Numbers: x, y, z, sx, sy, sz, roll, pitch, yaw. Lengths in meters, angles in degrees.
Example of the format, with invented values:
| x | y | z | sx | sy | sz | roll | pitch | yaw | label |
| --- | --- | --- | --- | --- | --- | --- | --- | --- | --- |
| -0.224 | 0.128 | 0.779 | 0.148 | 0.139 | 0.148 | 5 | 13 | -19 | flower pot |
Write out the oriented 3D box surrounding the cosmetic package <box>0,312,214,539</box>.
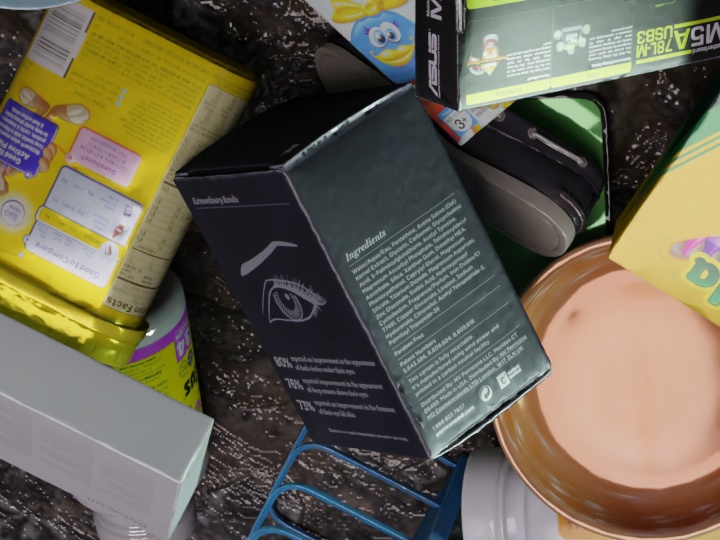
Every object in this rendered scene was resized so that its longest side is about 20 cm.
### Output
| x | y | z | sx | sy | sz | roll | pitch | yaw | label |
| --- | --- | --- | --- | --- | --- | --- | --- | --- | --- |
| -0.195 | 0.091 | 1.491 | 0.199 | 0.052 | 0.151 | 27 | 156 | 2 | cosmetic package |

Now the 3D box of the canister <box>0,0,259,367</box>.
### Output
| x | y | z | sx | sy | sz | roll | pitch | yaw | label |
| --- | --- | --- | --- | --- | --- | --- | --- | --- | --- |
| -0.167 | -0.062 | 1.475 | 0.148 | 0.087 | 0.201 | 27 | 97 | 0 | canister |

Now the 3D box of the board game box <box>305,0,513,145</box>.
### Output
| x | y | z | sx | sy | sz | roll | pitch | yaw | label |
| --- | --- | --- | --- | --- | --- | --- | --- | --- | --- |
| 0.030 | -0.191 | 1.369 | 0.200 | 0.105 | 0.103 | 42 | 125 | -14 | board game box |

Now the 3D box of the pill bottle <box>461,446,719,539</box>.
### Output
| x | y | z | sx | sy | sz | roll | pitch | yaw | label |
| --- | --- | --- | --- | --- | --- | --- | --- | --- | --- |
| 0.173 | 0.158 | 1.564 | 0.199 | 0.111 | 0.111 | -1 | 123 | 17 | pill bottle |

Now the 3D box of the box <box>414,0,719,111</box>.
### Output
| x | y | z | sx | sy | sz | roll | pitch | yaw | label |
| --- | --- | --- | --- | --- | --- | --- | --- | --- | --- |
| 0.119 | -0.197 | 1.272 | 0.047 | 0.199 | 0.194 | 28 | 125 | 50 | box |

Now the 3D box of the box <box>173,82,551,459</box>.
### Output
| x | y | z | sx | sy | sz | roll | pitch | yaw | label |
| --- | --- | --- | --- | --- | --- | --- | --- | --- | --- |
| 0.000 | 0.000 | 1.411 | 0.148 | 0.104 | 0.201 | 2 | 122 | 59 | box |

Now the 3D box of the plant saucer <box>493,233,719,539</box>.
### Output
| x | y | z | sx | sy | sz | roll | pitch | yaw | label |
| --- | --- | --- | --- | --- | --- | --- | --- | --- | --- |
| 0.180 | 0.070 | 1.466 | 0.199 | 0.037 | 0.201 | 2 | 105 | 6 | plant saucer |

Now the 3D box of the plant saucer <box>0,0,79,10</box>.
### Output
| x | y | z | sx | sy | sz | roll | pitch | yaw | label |
| --- | --- | --- | --- | --- | --- | --- | --- | --- | --- |
| -0.202 | -0.254 | 1.389 | 0.200 | 0.039 | 0.202 | 1 | 118 | 2 | plant saucer |

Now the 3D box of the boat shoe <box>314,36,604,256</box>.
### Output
| x | y | z | sx | sy | sz | roll | pitch | yaw | label |
| --- | --- | --- | --- | --- | --- | --- | --- | --- | --- |
| 0.062 | -0.088 | 1.460 | 0.200 | 0.063 | 0.073 | 37 | 156 | 12 | boat shoe |

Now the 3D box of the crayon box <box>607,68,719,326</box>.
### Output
| x | y | z | sx | sy | sz | roll | pitch | yaw | label |
| --- | --- | --- | --- | --- | --- | --- | --- | --- | --- |
| 0.272 | -0.032 | 1.359 | 0.199 | 0.058 | 0.173 | 31 | 113 | -3 | crayon box |

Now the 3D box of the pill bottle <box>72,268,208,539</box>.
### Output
| x | y | z | sx | sy | sz | roll | pitch | yaw | label |
| --- | --- | --- | --- | --- | --- | --- | --- | --- | --- |
| -0.160 | 0.096 | 1.621 | 0.104 | 0.104 | 0.201 | 3 | 125 | 14 | pill bottle |

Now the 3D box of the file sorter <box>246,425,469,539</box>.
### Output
| x | y | z | sx | sy | sz | roll | pitch | yaw | label |
| --- | --- | --- | --- | --- | --- | --- | --- | --- | --- |
| -0.022 | 0.208 | 1.600 | 0.122 | 0.200 | 0.139 | 26 | 127 | 0 | file sorter |

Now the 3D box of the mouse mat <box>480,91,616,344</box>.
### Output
| x | y | z | sx | sy | sz | roll | pitch | yaw | label |
| --- | --- | --- | --- | --- | --- | --- | --- | --- | --- |
| 0.062 | -0.032 | 1.495 | 0.199 | 0.008 | 0.162 | 0 | 102 | 15 | mouse mat |
